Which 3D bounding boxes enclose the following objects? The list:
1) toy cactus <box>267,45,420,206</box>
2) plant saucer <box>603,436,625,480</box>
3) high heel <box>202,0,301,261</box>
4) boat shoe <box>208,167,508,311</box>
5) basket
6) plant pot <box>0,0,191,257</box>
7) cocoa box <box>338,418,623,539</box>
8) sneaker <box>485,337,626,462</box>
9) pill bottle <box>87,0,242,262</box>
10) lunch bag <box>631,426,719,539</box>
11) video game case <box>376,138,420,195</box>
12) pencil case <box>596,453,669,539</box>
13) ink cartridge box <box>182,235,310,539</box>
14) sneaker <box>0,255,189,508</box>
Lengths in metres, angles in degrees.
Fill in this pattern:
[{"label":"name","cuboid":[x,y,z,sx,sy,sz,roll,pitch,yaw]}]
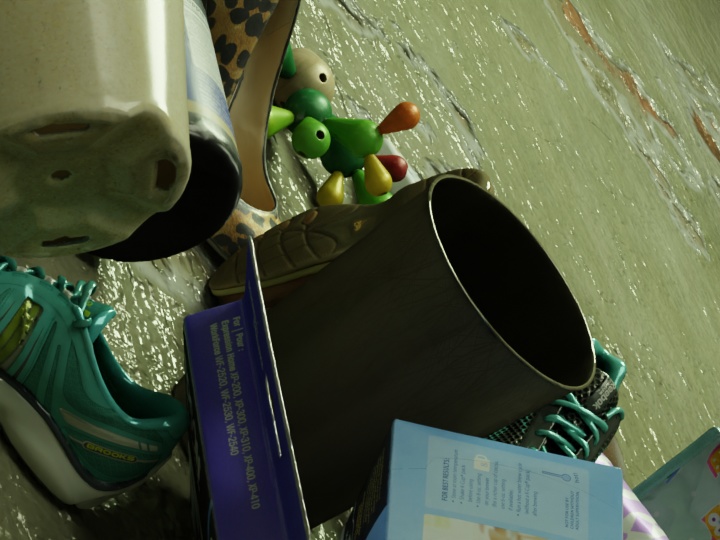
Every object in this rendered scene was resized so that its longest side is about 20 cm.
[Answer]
[{"label":"toy cactus","cuboid":[-0.034,-0.125,2.008,0.200,0.102,0.165,42,13,-17]},{"label":"plant saucer","cuboid":[0.115,0.093,1.930,0.200,0.037,0.201,47,-16,18]},{"label":"high heel","cuboid":[-0.055,-0.092,1.796,0.201,0.142,0.071,59,19,7]},{"label":"boat shoe","cuboid":[0.000,0.000,1.726,0.068,0.199,0.072,61,32,-23]},{"label":"basket","cuboid":[0.007,0.057,1.623,0.180,0.200,0.136,13,48,-63]},{"label":"plant pot","cuboid":[-0.167,-0.116,1.503,0.200,0.200,0.184,33,37,-50]},{"label":"cocoa box","cuboid":[0.055,0.201,1.489,0.133,0.131,0.201,13,47,-8]},{"label":"sneaker","cuboid":[0.108,0.094,1.661,0.078,0.091,0.200,40,22,-7]},{"label":"pill bottle","cuboid":[-0.137,-0.110,1.673,0.112,0.112,0.201,39,25,-42]},{"label":"lunch bag","cuboid":[0.213,0.216,1.878,0.170,0.200,0.122,31,21,-54]},{"label":"video game case","cuboid":[0.081,0.010,2.070,0.182,0.023,0.200,52,4,-25]},{"label":"pencil case","cuboid":[0.151,0.186,1.754,0.085,0.084,0.200,-14,53,-36]},{"label":"ink cartridge box","cuboid":[-0.058,0.121,1.443,0.201,0.043,0.199,92,-11,-45]},{"label":"sneaker","cuboid":[-0.163,0.025,1.439,0.200,0.080,0.078,50,20,-18]}]
